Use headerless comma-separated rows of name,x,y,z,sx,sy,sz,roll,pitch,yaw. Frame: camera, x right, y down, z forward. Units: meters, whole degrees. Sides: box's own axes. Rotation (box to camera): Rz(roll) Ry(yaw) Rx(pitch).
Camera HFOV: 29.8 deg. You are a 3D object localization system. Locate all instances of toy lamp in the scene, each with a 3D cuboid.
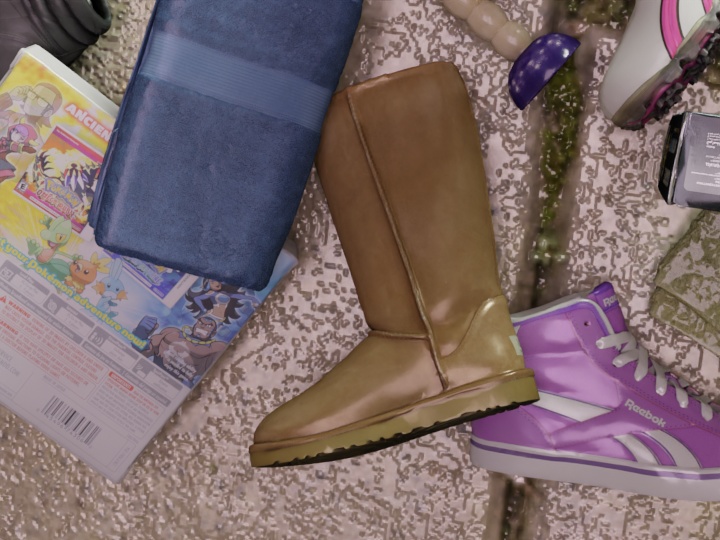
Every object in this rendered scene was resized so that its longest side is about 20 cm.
toy lamp,0.035,-0.176,0.778,0.200,0.058,0.058,43,100,1

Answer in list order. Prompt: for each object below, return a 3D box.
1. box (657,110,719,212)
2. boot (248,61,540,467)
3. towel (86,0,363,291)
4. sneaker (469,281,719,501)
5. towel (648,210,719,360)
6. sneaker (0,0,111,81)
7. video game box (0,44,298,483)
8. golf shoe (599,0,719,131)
box,0.251,-0.044,0.667,0.199,0.159,0.046,9,98,9
boot,0.000,0.000,0.775,0.175,0.066,0.201,-16,78,1
towel,-0.073,-0.095,0.754,0.111,0.049,0.201,18,89,-12
sneaker,0.164,0.067,0.772,0.200,0.073,0.115,6,94,8
towel,0.271,-0.021,0.765,0.148,0.036,0.200,35,100,5
sneaker,-0.220,-0.204,0.811,0.099,0.071,0.200,-29,96,8
video game box,-0.169,-0.002,0.807,0.200,0.047,0.182,38,102,-12
golf shoe,0.179,-0.173,0.751,0.092,0.073,0.200,31,89,11
